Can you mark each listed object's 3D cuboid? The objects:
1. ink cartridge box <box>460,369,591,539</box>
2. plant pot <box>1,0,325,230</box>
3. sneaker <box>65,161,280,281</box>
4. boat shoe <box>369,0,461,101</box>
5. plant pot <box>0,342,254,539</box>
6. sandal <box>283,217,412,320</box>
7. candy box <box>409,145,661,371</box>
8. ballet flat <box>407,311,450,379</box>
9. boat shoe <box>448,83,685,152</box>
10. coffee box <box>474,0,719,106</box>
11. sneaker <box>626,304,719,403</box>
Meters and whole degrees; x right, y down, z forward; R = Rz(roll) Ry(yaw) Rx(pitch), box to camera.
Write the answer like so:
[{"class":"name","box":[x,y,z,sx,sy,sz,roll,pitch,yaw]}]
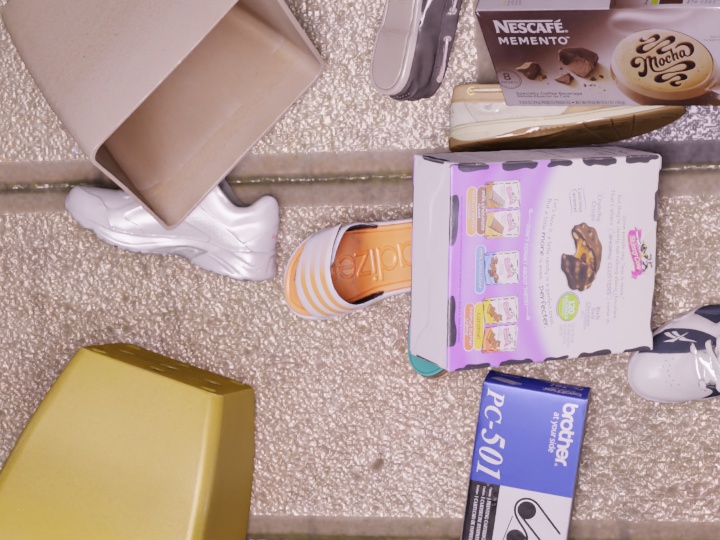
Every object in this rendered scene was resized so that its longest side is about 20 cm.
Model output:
[{"class":"ink cartridge box","box":[0.142,0.195,1.687,0.094,0.044,0.201,9,102,10]},{"class":"plant pot","box":[-0.178,-0.188,1.605,0.200,0.200,0.177,-46,69,-2]},{"class":"sneaker","box":[-0.161,-0.058,1.706,0.199,0.078,0.100,14,97,2]},{"class":"boat shoe","box":[0.059,-0.241,1.626,0.067,0.057,0.201,26,105,45]},{"class":"plant pot","box":[-0.195,0.168,1.695,0.199,0.200,0.177,18,93,10]},{"class":"sandal","box":[-0.001,-0.008,1.644,0.206,0.059,0.080,-16,83,39]},{"class":"candy box","box":[0.144,-0.013,1.579,0.199,0.071,0.169,-4,101,-25]},{"class":"ballet flat","box":[0.094,-0.002,1.650,0.070,0.065,0.201,25,108,22]},{"class":"boat shoe","box":[0.169,-0.141,1.603,0.199,0.074,0.067,-7,77,9]},{"class":"coffee box","box":[0.203,-0.195,1.516,0.199,0.080,0.113,3,143,23]},{"class":"sneaker","box":[0.312,0.075,1.578,0.198,0.130,0.080,-8,98,15]}]
